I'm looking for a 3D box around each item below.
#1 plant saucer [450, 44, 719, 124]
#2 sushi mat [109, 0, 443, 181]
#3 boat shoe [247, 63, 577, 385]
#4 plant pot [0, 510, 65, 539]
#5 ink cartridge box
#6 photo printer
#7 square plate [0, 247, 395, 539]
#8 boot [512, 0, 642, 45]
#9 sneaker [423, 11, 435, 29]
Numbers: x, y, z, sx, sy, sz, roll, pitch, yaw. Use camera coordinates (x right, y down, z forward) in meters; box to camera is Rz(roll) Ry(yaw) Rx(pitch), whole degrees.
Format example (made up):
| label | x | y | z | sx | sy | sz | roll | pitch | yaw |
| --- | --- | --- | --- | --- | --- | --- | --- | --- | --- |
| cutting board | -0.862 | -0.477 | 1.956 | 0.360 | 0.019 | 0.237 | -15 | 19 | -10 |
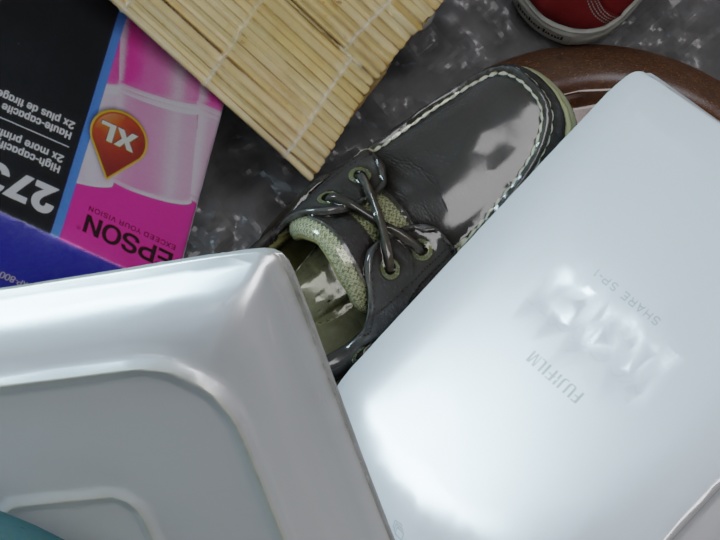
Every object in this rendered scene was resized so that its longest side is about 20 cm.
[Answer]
| label | x | y | z | sx | sy | sz | roll | pitch | yaw |
| --- | --- | --- | --- | --- | --- | --- | --- | --- | --- |
| plant saucer | 0.097 | 0.006 | 1.014 | 0.199 | 0.034 | 0.202 | 1 | 82 | -8 |
| sushi mat | -0.061 | -0.133 | 0.953 | 0.200 | 0.012 | 0.096 | 42 | 80 | -20 |
| boat shoe | -0.001 | 0.000 | 0.962 | 0.201 | 0.066 | 0.072 | -44 | 70 | 5 |
| plant pot | -0.131 | 0.163 | 0.822 | 0.187 | 0.200 | 0.201 | 9 | 80 | -5 |
| ink cartridge box | -0.104 | -0.045 | 0.945 | 0.094 | 0.037 | 0.201 | 24 | 53 | -16 |
| photo printer | 0.087 | 0.045 | 0.902 | 0.200 | 0.069 | 0.166 | -46 | 48 | -2 |
| square plate | -0.086 | 0.093 | 0.885 | 0.199 | 0.028 | 0.199 | -8 | 118 | 24 |
| boot | 0.136 | -0.187 | 0.991 | 0.072 | 0.144 | 0.200 | 35 | 75 | 2 |
| sneaker | 0.029 | -0.186 | 1.023 | 0.086 | 0.075 | 0.201 | 21 | 88 | -10 |
